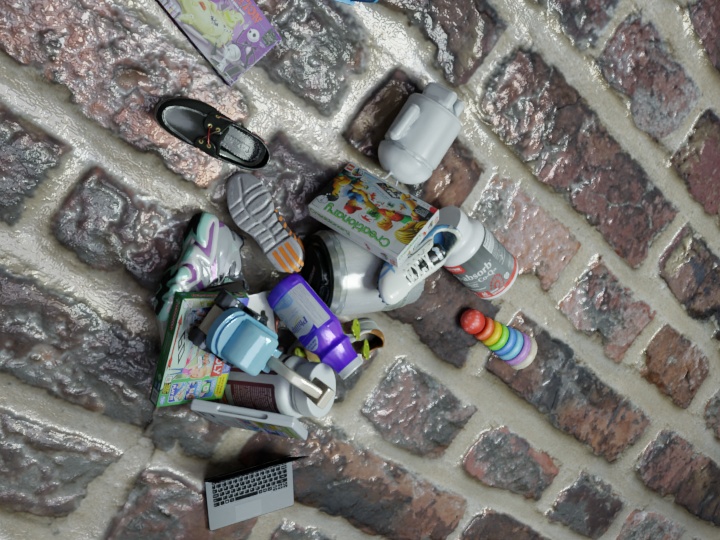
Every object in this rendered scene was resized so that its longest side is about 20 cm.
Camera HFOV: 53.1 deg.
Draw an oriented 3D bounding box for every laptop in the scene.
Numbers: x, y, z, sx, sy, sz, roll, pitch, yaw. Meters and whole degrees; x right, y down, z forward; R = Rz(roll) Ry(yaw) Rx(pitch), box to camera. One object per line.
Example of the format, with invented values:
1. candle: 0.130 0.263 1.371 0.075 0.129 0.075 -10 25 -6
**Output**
1. laptop: -0.206 0.447 1.443 0.186 0.116 0.201 -10 114 -23

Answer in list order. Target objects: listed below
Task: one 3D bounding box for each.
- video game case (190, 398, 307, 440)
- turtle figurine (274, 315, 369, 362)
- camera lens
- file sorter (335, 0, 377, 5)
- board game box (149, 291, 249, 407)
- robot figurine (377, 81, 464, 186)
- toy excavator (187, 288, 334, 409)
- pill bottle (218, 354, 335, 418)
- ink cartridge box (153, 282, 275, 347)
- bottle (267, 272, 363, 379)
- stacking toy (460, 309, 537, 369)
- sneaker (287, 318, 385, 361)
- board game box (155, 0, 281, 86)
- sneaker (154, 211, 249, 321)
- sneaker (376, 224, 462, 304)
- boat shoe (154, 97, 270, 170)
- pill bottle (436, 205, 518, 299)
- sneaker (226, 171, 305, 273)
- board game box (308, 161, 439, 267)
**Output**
1. video game case: -0.195 0.271 1.306 0.181 0.200 0.022 9 71 6
2. turtle figurine: -0.067 0.154 1.370 0.161 0.064 0.201 -14 106 16
3. camera lens: 0.000 0.000 1.343 0.199 0.160 0.161 -6 112 -25
4. file sorter: -0.062 -0.508 1.129 0.199 0.123 0.139 4 108 -29
5. board game box: -0.274 0.132 1.229 0.134 0.029 0.201 1 113 -45
6. robot figurine: 0.108 -0.243 1.328 0.200 0.113 0.169 -57 147 2
7. toy excavator: -0.155 0.144 1.179 0.100 0.200 0.194 -53 142 -5
8. pill bottle: -0.153 0.208 1.312 0.114 0.199 0.115 -3 93 -60
9. ink cartridge box: -0.260 0.096 1.302 0.199 0.067 0.118 -13 115 -21
10. bottle: -0.077 0.100 1.263 0.200 0.084 0.065 49 50 6
11. stacking toy: 0.302 0.143 1.611 0.200 0.085 0.086 33 93 -28
12. sneaker: -0.045 0.151 1.427 0.199 0.085 0.073 -18 119 -17
13. board game box: -0.230 -0.408 1.140 0.120 0.032 0.200 -47 123 -8
14. sneaker: -0.256 0.014 1.240 0.140 0.078 0.201 30 78 -30
15. sneaker: 0.103 -0.016 1.266 0.200 0.072 0.072 -44 108 -27
16. boat shoe: -0.238 -0.225 1.189 0.201 0.063 0.074 22 101 -31
17. pill bottle: 0.223 -0.037 1.470 0.200 0.116 0.116 39 90 -33
18. sneaker: -0.167 -0.079 1.278 0.077 0.112 0.201 -30 88 1
19. board game box: 0.023 -0.102 1.281 0.126 0.200 0.035 -49 156 -23
